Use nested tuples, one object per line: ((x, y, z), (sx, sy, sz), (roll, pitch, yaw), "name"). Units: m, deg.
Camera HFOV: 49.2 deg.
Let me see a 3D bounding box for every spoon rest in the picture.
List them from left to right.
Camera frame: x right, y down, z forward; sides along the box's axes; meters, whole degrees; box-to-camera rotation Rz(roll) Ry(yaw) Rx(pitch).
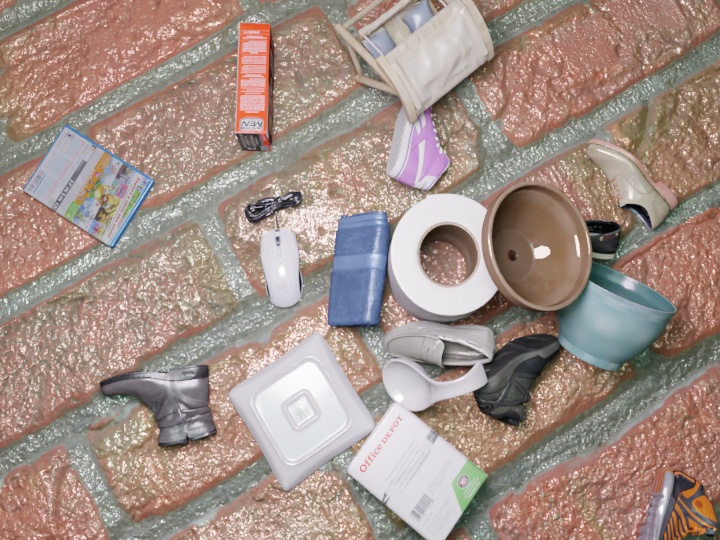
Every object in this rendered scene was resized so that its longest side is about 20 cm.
((0.114, 0.189, 1.320), (0.060, 0.197, 0.102), (-36, 107, -48), "spoon rest")

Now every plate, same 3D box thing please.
((-0.102, 0.243, 1.369), (0.197, 0.032, 0.202), (-32, 82, -7), "plate")

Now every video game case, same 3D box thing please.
((-0.494, -0.154, 1.435), (0.197, 0.018, 0.145), (31, 81, 4), "video game case")

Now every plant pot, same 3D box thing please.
((0.264, -0.031, 1.256), (0.196, 0.092, 0.207), (5, 77, -23), "plant pot")
((0.415, 0.083, 1.339), (0.196, 0.201, 0.137), (21, 107, 2), "plant pot")

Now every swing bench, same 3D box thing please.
((0.096, -0.401, 1.390), (0.198, 0.131, 0.200), (-39, 50, -8), "swing bench")

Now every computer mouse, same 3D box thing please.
((-0.143, -0.038, 1.408), (0.106, 0.044, 0.206), (-10, 81, -4), "computer mouse")

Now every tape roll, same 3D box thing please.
((0.145, -0.015, 1.362), (0.196, 0.139, 0.209), (0, 80, -1), "tape roll")

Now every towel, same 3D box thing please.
((0.000, 0.000, 1.381), (0.110, 0.048, 0.206), (-3, 74, 38), "towel")

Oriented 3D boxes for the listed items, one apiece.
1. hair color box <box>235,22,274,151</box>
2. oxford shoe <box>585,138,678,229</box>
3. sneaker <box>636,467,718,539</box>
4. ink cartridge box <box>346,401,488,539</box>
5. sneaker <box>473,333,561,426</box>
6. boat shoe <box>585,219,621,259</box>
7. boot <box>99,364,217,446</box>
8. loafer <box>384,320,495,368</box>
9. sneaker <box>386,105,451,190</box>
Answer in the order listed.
((-0.190, -0.330, 1.428), (0.059, 0.102, 0.206), (1, 81, -1), "hair color box")
((0.481, -0.159, 1.428), (0.199, 0.071, 0.074), (41, 85, 6), "oxford shoe")
((0.536, 0.446, 1.324), (0.109, 0.078, 0.205), (20, 81, 3), "sneaker")
((0.092, 0.340, 1.329), (0.199, 0.084, 0.147), (39, 82, 5), "ink cartridge box")
((0.275, 0.191, 1.368), (0.197, 0.075, 0.117), (-30, 116, -29), "sneaker")
((0.365, -0.065, 1.400), (0.195, 0.074, 0.065), (4, 120, -5), "boat shoe")
((-0.348, 0.237, 1.349), (0.194, 0.070, 0.136), (-6, 86, 2), "boot")
((0.134, 0.131, 1.355), (0.194, 0.070, 0.071), (-3, 123, 14), "loafer")
((0.120, -0.243, 1.446), (0.112, 0.072, 0.206), (20, 75, -18), "sneaker")
